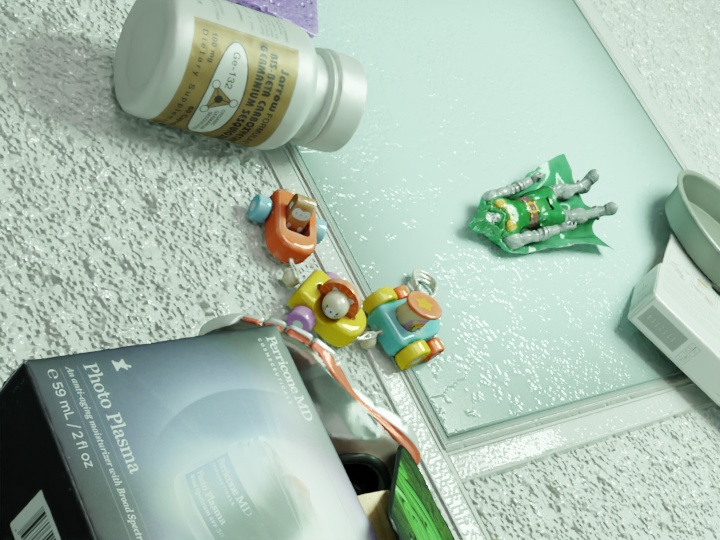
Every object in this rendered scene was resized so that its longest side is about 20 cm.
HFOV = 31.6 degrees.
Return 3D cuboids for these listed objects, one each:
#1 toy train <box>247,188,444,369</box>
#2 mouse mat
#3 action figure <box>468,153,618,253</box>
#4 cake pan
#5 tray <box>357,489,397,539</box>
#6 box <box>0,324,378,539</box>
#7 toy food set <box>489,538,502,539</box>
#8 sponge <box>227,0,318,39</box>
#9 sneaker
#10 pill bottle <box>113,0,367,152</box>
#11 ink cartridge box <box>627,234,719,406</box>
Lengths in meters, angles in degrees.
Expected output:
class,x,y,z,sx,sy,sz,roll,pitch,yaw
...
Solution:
class,x,y,z,sx,sy,sz,roll,pitch,yaw
toy train,0.000,0.000,1.085,0.200,0.056,0.150,24,44,-23
mouse mat,0.069,0.228,0.889,0.200,0.008,0.161,61,9,-7
action figure,0.182,-0.061,1.300,0.200,0.055,0.118,-15,70,-42
cake pan,0.424,-0.030,1.467,0.200,0.037,0.200,32,31,-23
tray,0.018,0.259,0.843,0.037,0.099,0.200,-4,59,-36
box,-0.115,0.153,0.804,0.198,0.123,0.200,-7,62,-45
toy food set,0.129,0.284,0.891,0.200,0.049,0.198,65,9,15
sponge,-0.097,-0.318,1.293,0.111,0.030,0.200,20,46,-27
sneaker,-0.042,0.110,0.943,0.200,0.077,0.082,36,47,-10
pill bottle,-0.099,-0.166,1.095,0.200,0.114,0.115,12,50,-34
ink cartridge box,0.378,0.071,1.360,0.200,0.045,0.176,44,28,-2
